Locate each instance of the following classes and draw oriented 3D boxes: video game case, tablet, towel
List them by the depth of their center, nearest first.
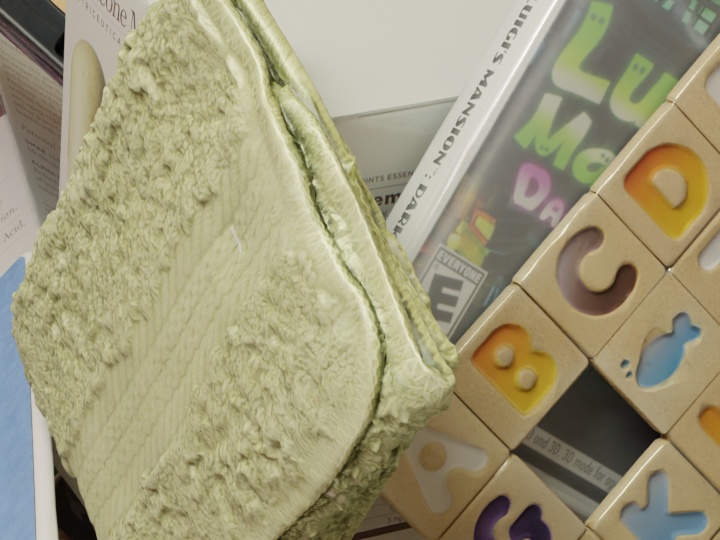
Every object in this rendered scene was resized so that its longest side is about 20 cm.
[{"bbox_3d":[-0.043,0.020,0.738,0.149,0.036,0.200,64,148,23],"label":"towel"},{"bbox_3d":[0.104,-0.009,0.779,0.182,0.200,0.023,-60,34,-1],"label":"video game case"},{"bbox_3d":[-0.140,0.085,0.874,0.130,0.014,0.200,-46,26,17],"label":"tablet"},{"bbox_3d":[-0.108,-0.079,1.015,0.019,0.200,0.143,-51,36,-2],"label":"video game case"}]

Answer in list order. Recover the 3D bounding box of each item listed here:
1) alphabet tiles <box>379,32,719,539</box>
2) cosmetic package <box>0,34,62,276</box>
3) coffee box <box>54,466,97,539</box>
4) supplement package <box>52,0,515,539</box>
[{"bbox_3d":[0.117,0.032,0.766,0.200,0.167,0.008,-49,24,-7],"label":"alphabet tiles"},{"bbox_3d":[-0.162,-0.032,1.146,0.102,0.074,0.200,-41,46,18],"label":"cosmetic package"},{"bbox_3d":[-0.101,0.063,0.992,0.200,0.123,0.044,-49,26,13],"label":"coffee box"},{"bbox_3d":[0.000,0.000,0.847,0.152,0.150,0.201,45,137,48],"label":"supplement package"}]
